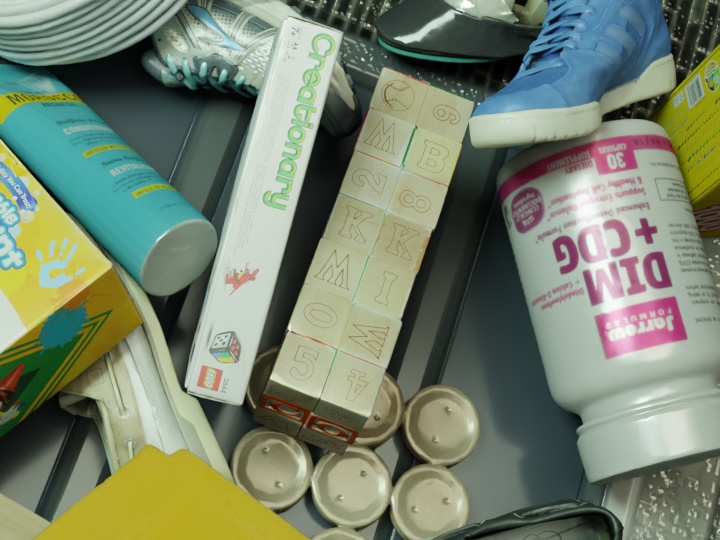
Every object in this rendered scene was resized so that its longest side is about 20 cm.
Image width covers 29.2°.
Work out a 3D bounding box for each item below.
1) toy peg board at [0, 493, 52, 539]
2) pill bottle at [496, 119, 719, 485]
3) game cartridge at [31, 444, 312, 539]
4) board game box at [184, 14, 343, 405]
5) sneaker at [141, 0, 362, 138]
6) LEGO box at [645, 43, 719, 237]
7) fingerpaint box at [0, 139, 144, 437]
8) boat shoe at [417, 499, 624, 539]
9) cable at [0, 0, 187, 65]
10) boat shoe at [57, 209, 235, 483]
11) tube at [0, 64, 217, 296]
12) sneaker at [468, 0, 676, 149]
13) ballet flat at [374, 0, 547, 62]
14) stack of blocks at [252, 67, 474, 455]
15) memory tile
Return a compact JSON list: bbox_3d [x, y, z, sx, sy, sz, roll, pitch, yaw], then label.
[{"bbox_3d":[-0.225,0.217,0.689,0.199,0.098,0.199,24,52,24],"label":"toy peg board"},{"bbox_3d":[0.159,0.021,0.841,0.112,0.113,0.202,-10,76,-15],"label":"pill bottle"},{"bbox_3d":[-0.101,0.184,0.626,0.176,0.033,0.200,31,53,29],"label":"game cartridge"},{"bbox_3d":[-0.055,-0.035,0.767,0.034,0.126,0.202,15,94,-6],"label":"board game box"},{"bbox_3d":[-0.087,-0.138,0.866,0.200,0.078,0.086,39,81,9],"label":"sneaker"},{"bbox_3d":[0.275,-0.090,0.856,0.148,0.200,0.078,-5,73,-13],"label":"LEGO box"},{"bbox_3d":[-0.243,0.000,0.740,0.167,0.073,0.200,-40,65,-14],"label":"fingerpaint box"},{"bbox_3d":[0.064,0.181,0.778,0.198,0.066,0.075,-15,78,-17],"label":"boat shoe"},{"bbox_3d":[-0.178,-0.224,0.827,0.198,0.069,0.202,4,75,20],"label":"cable"},{"bbox_3d":[-0.141,0.057,0.783,0.068,0.075,0.201,-25,74,-14],"label":"boat shoe"},{"bbox_3d":[-0.160,-0.064,0.789,0.200,0.051,0.077,42,25,29],"label":"tube"},{"bbox_3d":[0.121,-0.142,0.816,0.199,0.076,0.112,-26,109,-45],"label":"sneaker"},{"bbox_3d":[0.109,-0.172,0.911,0.198,0.073,0.074,4,72,-13],"label":"ballet flat"},{"bbox_3d":[0.000,0.000,0.806,0.058,0.115,0.201,20,67,-2],"label":"stack of blocks"},{"bbox_3d":[-0.010,0.153,0.815,0.152,0.017,0.202,13,70,-9],"label":"memory tile"}]
